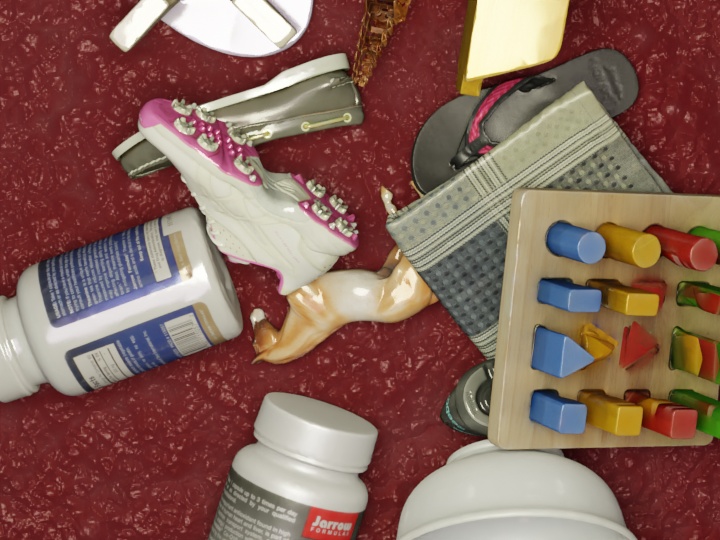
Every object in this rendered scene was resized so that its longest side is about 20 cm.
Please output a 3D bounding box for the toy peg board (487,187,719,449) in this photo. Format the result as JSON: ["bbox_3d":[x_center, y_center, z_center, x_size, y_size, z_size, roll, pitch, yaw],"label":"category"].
[{"bbox_3d":[0.215,0.044,1.615,0.199,0.098,0.200,1,98,-27],"label":"toy peg board"}]

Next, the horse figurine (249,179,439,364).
[{"bbox_3d":[0.000,0.000,1.708,0.200,0.050,0.133,-8,91,4],"label":"horse figurine"}]

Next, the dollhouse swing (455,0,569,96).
[{"bbox_3d":[0.173,-0.212,1.605,0.176,0.200,0.182,9,97,-1],"label":"dollhouse swing"}]

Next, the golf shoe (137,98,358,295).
[{"bbox_3d":[-0.099,-0.053,1.639,0.200,0.075,0.092,35,114,-17],"label":"golf shoe"}]

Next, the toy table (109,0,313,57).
[{"bbox_3d":[-0.124,-0.245,1.646,0.200,0.117,0.184,32,96,-4],"label":"toy table"}]

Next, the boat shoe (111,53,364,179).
[{"bbox_3d":[-0.096,-0.110,1.684,0.202,0.072,0.060,-21,91,-1],"label":"boat shoe"}]

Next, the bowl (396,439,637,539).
[{"bbox_3d":[0.118,0.191,1.683,0.201,0.201,0.090,-2,62,1],"label":"bowl"}]

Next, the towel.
[{"bbox_3d":[0.145,-0.031,1.677,0.200,0.035,0.193,-34,120,8],"label":"towel"}]

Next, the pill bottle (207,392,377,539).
[{"bbox_3d":[-0.061,0.207,1.701,0.114,0.114,0.200,18,97,-2],"label":"pill bottle"}]

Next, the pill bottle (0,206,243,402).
[{"bbox_3d":[-0.203,0.033,1.683,0.200,0.111,0.111,-20,96,3],"label":"pill bottle"}]

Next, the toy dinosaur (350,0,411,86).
[{"bbox_3d":[0.025,-0.248,1.635,0.102,0.136,0.200,-10,85,21],"label":"toy dinosaur"}]

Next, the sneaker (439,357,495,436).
[{"bbox_3d":[0.154,0.089,1.702,0.200,0.079,0.075,-9,76,-24],"label":"sneaker"}]

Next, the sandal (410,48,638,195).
[{"bbox_3d":[0.128,-0.121,1.679,0.200,0.045,0.075,-26,91,-5],"label":"sandal"}]
